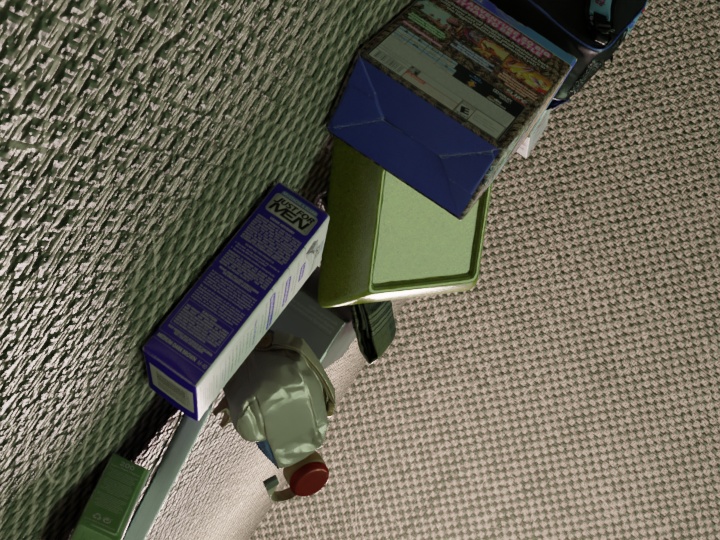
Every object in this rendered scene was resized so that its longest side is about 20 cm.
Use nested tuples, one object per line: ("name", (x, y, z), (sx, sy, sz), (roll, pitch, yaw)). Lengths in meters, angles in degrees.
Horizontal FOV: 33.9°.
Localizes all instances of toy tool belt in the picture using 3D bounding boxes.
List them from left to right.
("toy tool belt", (-0.092, 0.141, 1.260), (0.125, 0.123, 0.200), (-27, 136, -11))

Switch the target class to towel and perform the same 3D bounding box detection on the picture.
("towel", (0.000, 0.000, 1.364), (0.200, 0.034, 0.193), (-36, 115, -80))

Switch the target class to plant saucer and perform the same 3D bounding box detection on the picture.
("plant saucer", (0.061, -0.055, 1.218), (0.200, 0.048, 0.200), (-6, 113, -31))

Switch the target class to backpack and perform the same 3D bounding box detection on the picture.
("backpack", (0.206, -0.287, 1.274), (0.200, 0.182, 0.135), (-45, 170, -44))

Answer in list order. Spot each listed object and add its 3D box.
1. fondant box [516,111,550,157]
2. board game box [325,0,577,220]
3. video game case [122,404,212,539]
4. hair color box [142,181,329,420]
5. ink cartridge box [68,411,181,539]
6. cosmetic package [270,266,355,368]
("fondant box", (0.180, -0.224, 1.582), (0.058, 0.144, 0.200), (-56, 174, 3))
("board game box", (0.090, -0.171, 1.135), (0.200, 0.159, 0.097), (-49, 171, -46))
("video game case", (-0.208, 0.220, 1.231), (0.200, 0.023, 0.182), (-63, -175, -4))
("hair color box", (-0.111, 0.028, 1.069), (0.200, 0.065, 0.109), (-51, 171, -22))
("ink cartridge box", (-0.248, 0.237, 1.171), (0.146, 0.048, 0.200), (-60, -172, 31))
("cosmetic package", (-0.060, 0.055, 1.380), (0.090, 0.107, 0.200), (-56, 175, 6))
